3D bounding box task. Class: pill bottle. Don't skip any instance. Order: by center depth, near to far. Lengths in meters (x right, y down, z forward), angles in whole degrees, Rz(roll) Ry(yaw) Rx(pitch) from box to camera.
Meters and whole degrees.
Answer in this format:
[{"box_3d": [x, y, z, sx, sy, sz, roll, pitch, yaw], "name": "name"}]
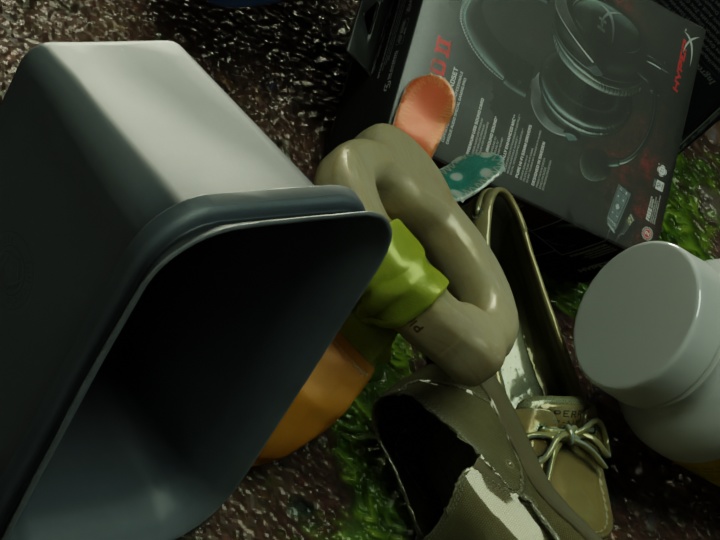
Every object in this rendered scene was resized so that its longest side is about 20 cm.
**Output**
[{"box_3d": [0.205, 0.061, 1.091, 0.200, 0.111, 0.112, 29, 39, -37], "name": "pill bottle"}]

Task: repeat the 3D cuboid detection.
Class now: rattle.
[{"box_3d": [0.000, 0.000, 1.009, 0.130, 0.143, 0.200, 23, 27, -20], "name": "rattle"}]

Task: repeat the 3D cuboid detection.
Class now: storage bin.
[{"box_3d": [-0.095, 0.004, 0.856, 0.145, 0.200, 0.134, -7, 51, -44], "name": "storage bin"}]

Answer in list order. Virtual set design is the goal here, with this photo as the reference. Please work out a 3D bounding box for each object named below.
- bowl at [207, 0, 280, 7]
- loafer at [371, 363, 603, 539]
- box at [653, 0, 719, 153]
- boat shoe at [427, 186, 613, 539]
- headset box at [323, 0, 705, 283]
[{"box_3d": [-0.010, -0.206, 1.124, 0.039, 0.200, 0.201, 62, 31, -25], "name": "bowl"}, {"box_3d": [0.061, 0.128, 0.969, 0.067, 0.076, 0.200, 0, 45, -40], "name": "loafer"}, {"box_3d": [0.259, -0.202, 1.340, 0.124, 0.197, 0.200, 46, 39, 6], "name": "box"}, {"box_3d": [0.084, 0.055, 1.056, 0.073, 0.063, 0.201, 7, 53, -38], "name": "boat shoe"}, {"box_3d": [0.079, -0.101, 1.144, 0.199, 0.077, 0.149, 25, 69, -24], "name": "headset box"}]
